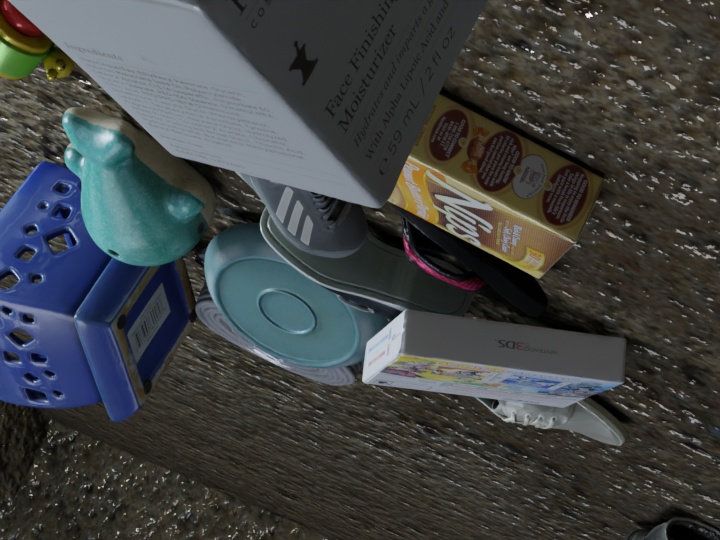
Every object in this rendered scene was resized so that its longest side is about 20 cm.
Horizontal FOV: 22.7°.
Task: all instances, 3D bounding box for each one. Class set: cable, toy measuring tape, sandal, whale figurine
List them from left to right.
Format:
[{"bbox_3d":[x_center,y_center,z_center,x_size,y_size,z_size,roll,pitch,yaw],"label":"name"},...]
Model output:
[{"bbox_3d":[-0.313,-0.207,1.430,0.199,0.074,0.073,32,165,-26],"label":"toy measuring tape"},{"bbox_3d":[-0.217,-0.074,1.661,0.158,0.104,0.200,22,164,22],"label":"whale figurine"},{"bbox_3d":[-0.080,0.055,1.926,0.200,0.070,0.199,37,163,-32],"label":"cable"},{"bbox_3d":[0.072,-0.012,1.392,0.200,0.045,0.075,37,-159,-38],"label":"sandal"}]

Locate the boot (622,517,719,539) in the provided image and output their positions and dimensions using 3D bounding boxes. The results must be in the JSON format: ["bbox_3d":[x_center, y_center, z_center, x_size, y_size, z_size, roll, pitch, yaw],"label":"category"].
[{"bbox_3d":[0.402,0.348,2.102,0.181,0.073,0.200,27,159,-6],"label":"boot"}]

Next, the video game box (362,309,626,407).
[{"bbox_3d":[0.114,0.081,1.592,0.198,0.047,0.182,8,170,-9],"label":"video game box"}]

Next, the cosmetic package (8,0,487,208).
[{"bbox_3d":[-0.058,-0.163,0.948,0.164,0.166,0.200,16,163,35],"label":"cosmetic package"}]

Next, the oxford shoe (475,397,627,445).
[{"bbox_3d":[0.169,0.130,1.765,0.199,0.058,0.075,28,163,-9],"label":"oxford shoe"}]

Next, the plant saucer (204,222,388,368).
[{"bbox_3d":[-0.069,0.034,1.776,0.199,0.028,0.201,18,143,14],"label":"plant saucer"}]

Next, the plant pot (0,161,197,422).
[{"bbox_3d":[-0.290,0.031,1.906,0.179,0.201,0.201,15,142,21],"label":"plant pot"}]

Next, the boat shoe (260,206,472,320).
[{"bbox_3d":[0.000,0.000,1.585,0.199,0.076,0.060,29,160,-2],"label":"boat shoe"}]

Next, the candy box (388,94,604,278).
[{"bbox_3d":[0.061,-0.073,1.262,0.199,0.056,0.115,28,166,-1],"label":"candy box"}]

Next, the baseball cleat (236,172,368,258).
[{"bbox_3d":[-0.039,-0.065,1.441,0.106,0.070,0.200,13,160,45],"label":"baseball cleat"}]
